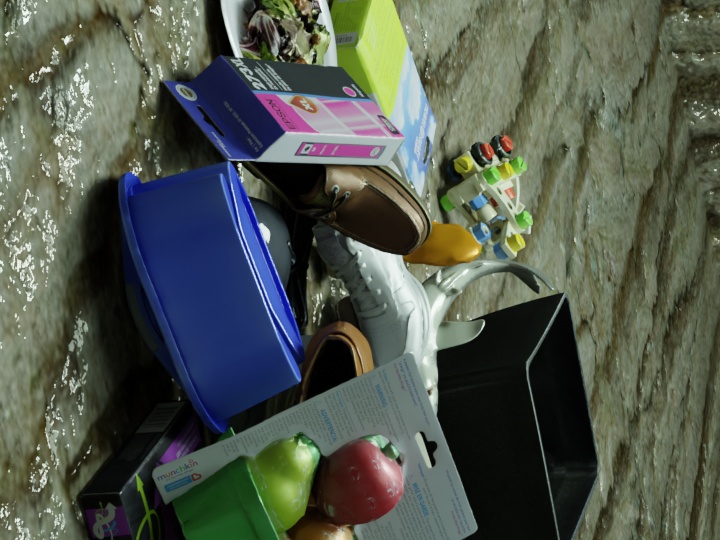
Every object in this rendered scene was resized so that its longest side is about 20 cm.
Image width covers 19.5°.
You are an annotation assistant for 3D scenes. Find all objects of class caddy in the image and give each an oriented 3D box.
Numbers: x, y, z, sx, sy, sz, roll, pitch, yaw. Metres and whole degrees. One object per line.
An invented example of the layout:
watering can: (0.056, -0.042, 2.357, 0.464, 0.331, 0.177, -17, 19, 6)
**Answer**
caddy: (-0.116, 0.017, 1.513, 0.141, 0.104, 0.202, -78, 147, -79)

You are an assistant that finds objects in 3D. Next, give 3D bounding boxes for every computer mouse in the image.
computer mouse: (-0.071, -0.041, 1.748, 0.200, 0.046, 0.142, 47, 42, -60)

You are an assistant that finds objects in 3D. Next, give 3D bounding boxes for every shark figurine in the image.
shark figurine: (0.073, 0.042, 1.929, 0.214, 0.128, 0.090, -45, 171, -31)

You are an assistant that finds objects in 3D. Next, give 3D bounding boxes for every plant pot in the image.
plant pot: (0.116, 0.154, 2.031, 0.200, 0.176, 0.202, -52, 133, -64)

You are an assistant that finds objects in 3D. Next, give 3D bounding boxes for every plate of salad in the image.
plate of salad: (-0.061, -0.217, 1.794, 0.200, 0.048, 0.202, 38, 46, -54)

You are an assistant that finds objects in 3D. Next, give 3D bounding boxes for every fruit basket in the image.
fruit basket: (-0.030, 0.161, 1.488, 0.094, 0.199, 0.186, 50, -14, 52)

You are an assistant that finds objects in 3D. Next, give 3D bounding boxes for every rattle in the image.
rattle: (0.016, -0.096, 1.886, 0.130, 0.142, 0.202, -29, 118, -53)

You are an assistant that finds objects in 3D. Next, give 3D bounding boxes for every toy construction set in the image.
toy construction set: (0.152, -0.076, 2.330, 0.132, 0.092, 0.200, 60, 11, 3)

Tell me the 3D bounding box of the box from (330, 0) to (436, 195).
box: (0.020, -0.179, 2.046, 0.123, 0.047, 0.201, -76, 153, -43)

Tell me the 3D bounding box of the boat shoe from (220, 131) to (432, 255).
boat shoe: (-0.032, -0.068, 1.716, 0.199, 0.072, 0.068, 32, 27, -7)

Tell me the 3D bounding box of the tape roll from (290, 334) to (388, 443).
tape roll: (-0.035, 0.155, 1.767, 0.200, 0.066, 0.202, -5, 90, -71)

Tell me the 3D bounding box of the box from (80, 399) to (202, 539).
box: (-0.135, 0.214, 1.505, 0.143, 0.036, 0.202, -56, 138, -62)

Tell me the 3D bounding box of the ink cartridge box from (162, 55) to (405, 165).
ink cartridge box: (-0.058, -0.126, 1.663, 0.199, 0.037, 0.095, -4, 46, -50)

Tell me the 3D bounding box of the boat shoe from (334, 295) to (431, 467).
boat shoe: (0.009, 0.117, 1.895, 0.072, 0.059, 0.202, 20, 50, -70)

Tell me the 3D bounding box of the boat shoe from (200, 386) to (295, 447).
boat shoe: (-0.093, 0.100, 1.610, 0.063, 0.072, 0.203, 15, 78, -74)

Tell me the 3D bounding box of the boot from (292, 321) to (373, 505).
boot: (-0.018, 0.140, 1.585, 0.155, 0.076, 0.202, 68, 29, -88)

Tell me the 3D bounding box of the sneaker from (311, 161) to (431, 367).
sneaker: (0.000, 0.000, 1.808, 0.099, 0.075, 0.202, -4, 77, -45)
